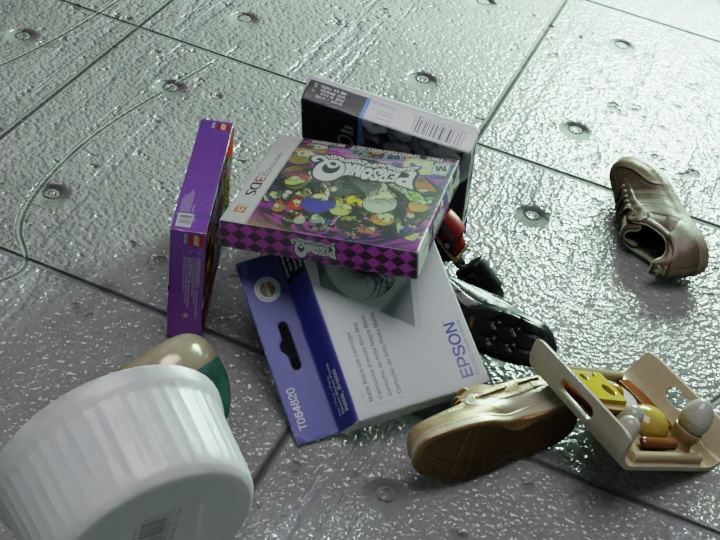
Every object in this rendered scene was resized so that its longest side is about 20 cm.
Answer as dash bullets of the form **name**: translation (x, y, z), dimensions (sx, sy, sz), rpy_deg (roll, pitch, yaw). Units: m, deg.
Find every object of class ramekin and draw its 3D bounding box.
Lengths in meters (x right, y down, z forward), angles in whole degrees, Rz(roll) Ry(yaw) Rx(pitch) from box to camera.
- **ramekin**: translation (-0.181, 0.177, 1.020), dimensions (0.199, 0.201, 0.098), rpy_deg (-16, 53, -29)

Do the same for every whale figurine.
- **whale figurine**: translation (-0.195, 0.139, 1.123), dimensions (0.200, 0.159, 0.104), rpy_deg (-37, 95, -42)

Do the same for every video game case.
- **video game case**: translation (-0.017, -0.068, 1.277), dimensions (0.198, 0.036, 0.182), rpy_deg (10, 36, 13)

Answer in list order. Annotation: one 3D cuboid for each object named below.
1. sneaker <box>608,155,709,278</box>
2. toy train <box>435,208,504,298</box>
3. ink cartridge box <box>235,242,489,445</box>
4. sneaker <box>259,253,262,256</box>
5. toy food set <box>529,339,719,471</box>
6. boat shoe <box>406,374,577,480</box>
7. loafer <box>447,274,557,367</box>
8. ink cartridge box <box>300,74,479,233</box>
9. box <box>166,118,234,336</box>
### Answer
- **sneaker**: translation (0.335, -0.068, 1.536), dimensions (0.075, 0.071, 0.201), rpy_deg (-8, 41, -20)
- **toy train**: translation (0.089, -0.041, 1.379), dimensions (0.201, 0.046, 0.034), rpy_deg (53, 48, -12)
- **ink cartridge box**: translation (0.001, 0.049, 1.262), dimensions (0.198, 0.041, 0.201), rpy_deg (-15, 72, -20)
- **sneaker**: translation (-0.063, -0.030, 1.395), dimensions (0.080, 0.075, 0.201), rpy_deg (15, 39, 7)
- **toy food set**: translation (0.267, 0.122, 1.248), dimensions (0.199, 0.061, 0.144), rpy_deg (11, 30, -45)
- **boat shoe**: translation (0.117, 0.144, 1.230), dimensions (0.199, 0.074, 0.069), rpy_deg (-7, 38, -35)
- **loafer**: translation (0.113, 0.050, 1.353), dimensions (0.199, 0.069, 0.070), rpy_deg (23, 1, 30)
- **ink cartridge box**: translation (0.029, -0.113, 1.438), dimensions (0.196, 0.201, 0.044), rpy_deg (19, 60, 12)
- **box**: translation (-0.165, -0.046, 1.341), dimensions (0.039, 0.138, 0.201), rpy_deg (8, 39, -2)
